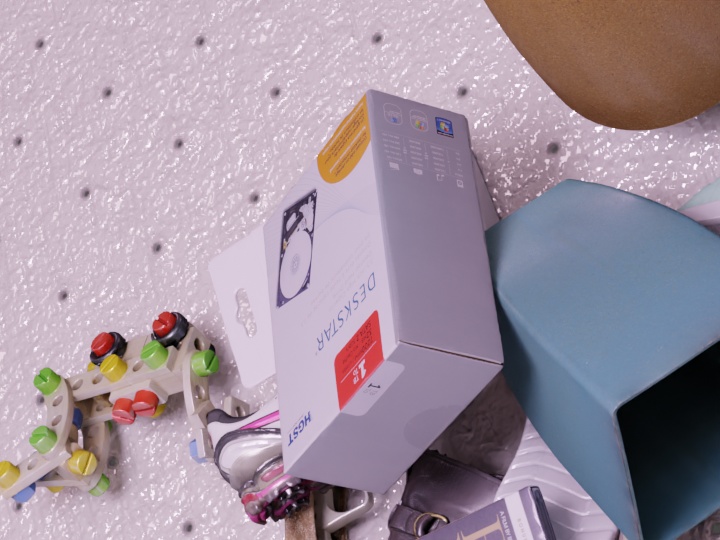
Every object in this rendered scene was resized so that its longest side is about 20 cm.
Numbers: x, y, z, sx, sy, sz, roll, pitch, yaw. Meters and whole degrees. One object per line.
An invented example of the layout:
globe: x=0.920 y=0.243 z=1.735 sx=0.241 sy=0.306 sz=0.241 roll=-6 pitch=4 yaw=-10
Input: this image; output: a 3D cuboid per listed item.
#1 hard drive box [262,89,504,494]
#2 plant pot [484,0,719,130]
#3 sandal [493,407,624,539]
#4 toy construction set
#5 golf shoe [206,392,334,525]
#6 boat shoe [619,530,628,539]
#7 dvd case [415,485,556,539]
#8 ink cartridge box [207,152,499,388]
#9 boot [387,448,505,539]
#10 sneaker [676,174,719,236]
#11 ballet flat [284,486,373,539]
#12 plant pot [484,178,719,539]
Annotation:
hard drive box: x=0.011 y=0.014 z=1.539 sx=0.156 sy=0.077 sz=0.200 roll=-51 pitch=35 yaw=42
plant pot: x=0.141 y=-0.203 z=1.496 sx=0.186 sy=0.200 sz=0.187 roll=-10 pitch=71 yaw=30
sandal: x=0.136 y=0.131 z=1.563 sx=0.082 sy=0.050 sz=0.203 roll=7 pitch=55 yaw=15
toy construction set: x=-0.164 y=0.105 z=1.760 sx=0.200 sy=0.092 sz=0.131 roll=-5 pitch=47 yaw=24
golf shoe: x=-0.008 y=0.084 z=1.633 sx=0.200 sy=0.073 sz=0.092 roll=-28 pitch=69 yaw=-13
boat shoe: x=0.196 y=0.238 z=1.498 sx=0.073 sy=0.075 sz=0.200 roll=-2 pitch=63 yaw=4
dvd case: x=0.052 y=0.240 z=1.513 sx=0.200 sy=0.016 sz=0.149 roll=-29 pitch=67 yaw=30
ink cartridge box: x=0.000 y=0.000 z=1.700 sx=0.200 sy=0.068 sz=0.115 roll=-31 pitch=59 yaw=22
boot: x=0.076 y=0.216 z=1.580 sx=0.200 sy=0.069 sz=0.174 roll=28 pitch=80 yaw=26
sneaker: x=0.266 y=-0.055 z=1.555 sx=0.200 sy=0.074 sz=0.118 roll=-34 pitch=19 yaw=43
ballet flat: x=-0.022 y=0.179 z=1.657 sx=0.065 sy=0.070 sz=0.201 roll=-14 pitch=69 yaw=21
plant pot: x=0.160 y=0.043 z=1.513 sx=0.141 sy=0.141 sz=0.200 roll=-33 pitch=46 yaw=-16
